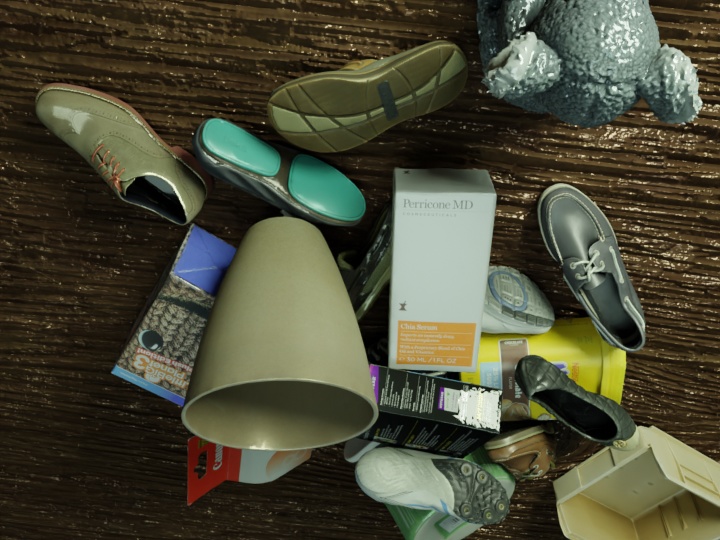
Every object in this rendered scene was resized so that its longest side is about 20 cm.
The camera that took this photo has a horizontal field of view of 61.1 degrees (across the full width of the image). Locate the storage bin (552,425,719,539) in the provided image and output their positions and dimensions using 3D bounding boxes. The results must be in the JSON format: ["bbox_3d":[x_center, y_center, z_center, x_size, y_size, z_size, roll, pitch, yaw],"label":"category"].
[{"bbox_3d":[0.437,0.355,0.942,0.195,0.095,0.201,28,126,-17],"label":"storage bin"}]

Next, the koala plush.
[{"bbox_3d":[0.171,-0.179,0.473,0.172,0.203,0.187,8,130,-2],"label":"koala plush"}]

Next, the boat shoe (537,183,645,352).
[{"bbox_3d":[0.257,-0.001,0.664,0.071,0.063,0.203,-27,101,13],"label":"boat shoe"}]

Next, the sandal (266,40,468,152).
[{"bbox_3d":[0.006,-0.174,0.593,0.195,0.055,0.081,-19,132,1],"label":"sandal"}]

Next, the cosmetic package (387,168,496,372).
[{"bbox_3d":[0.079,0.003,0.637,0.098,0.072,0.205,1,117,3],"label":"cosmetic package"}]

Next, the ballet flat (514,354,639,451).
[{"bbox_3d":[0.256,0.169,0.723,0.198,0.058,0.066,33,128,-17],"label":"ballet flat"}]

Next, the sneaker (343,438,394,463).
[{"bbox_3d":[0.070,0.246,0.909,0.098,0.072,0.200,31,129,-23],"label":"sneaker"}]

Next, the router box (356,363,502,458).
[{"bbox_3d":[0.071,0.172,0.720,0.145,0.052,0.201,11,156,2],"label":"router box"}]

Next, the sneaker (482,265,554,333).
[{"bbox_3d":[0.136,0.042,0.745,0.195,0.076,0.088,13,138,5],"label":"sneaker"}]

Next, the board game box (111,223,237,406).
[{"bbox_3d":[-0.194,0.073,0.772,0.157,0.098,0.201,29,125,-18],"label":"board game box"}]

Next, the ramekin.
[{"bbox_3d":[0.126,0.310,0.878,0.196,0.098,0.203,-19,138,-17],"label":"ramekin"}]

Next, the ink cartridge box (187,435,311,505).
[{"bbox_3d":[-0.147,0.251,0.864,0.050,0.198,0.165,39,135,28],"label":"ink cartridge box"}]

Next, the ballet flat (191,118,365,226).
[{"bbox_3d":[-0.088,-0.097,0.655,0.196,0.074,0.073,24,127,-21],"label":"ballet flat"}]

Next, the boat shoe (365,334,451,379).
[{"bbox_3d":[0.029,0.115,0.814,0.194,0.075,0.095,5,112,2],"label":"boat shoe"}]

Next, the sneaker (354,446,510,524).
[{"bbox_3d":[0.089,0.268,0.768,0.195,0.074,0.073,13,162,7],"label":"sneaker"}]

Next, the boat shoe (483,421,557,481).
[{"bbox_3d":[0.228,0.247,0.825,0.071,0.070,0.198,-20,162,32],"label":"boat shoe"}]

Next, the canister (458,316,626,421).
[{"bbox_3d":[0.226,0.131,0.789,0.194,0.088,0.151,-5,129,11],"label":"canister"}]

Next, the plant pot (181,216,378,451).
[{"bbox_3d":[-0.080,0.054,0.624,0.182,0.204,0.189,-3,148,-2],"label":"plant pot"}]

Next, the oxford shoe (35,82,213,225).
[{"bbox_3d":[-0.249,-0.120,0.637,0.197,0.076,0.071,29,126,-17],"label":"oxford shoe"}]

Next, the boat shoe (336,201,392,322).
[{"bbox_3d":[0.000,0.000,0.719,0.065,0.072,0.201,33,119,-14],"label":"boat shoe"}]
